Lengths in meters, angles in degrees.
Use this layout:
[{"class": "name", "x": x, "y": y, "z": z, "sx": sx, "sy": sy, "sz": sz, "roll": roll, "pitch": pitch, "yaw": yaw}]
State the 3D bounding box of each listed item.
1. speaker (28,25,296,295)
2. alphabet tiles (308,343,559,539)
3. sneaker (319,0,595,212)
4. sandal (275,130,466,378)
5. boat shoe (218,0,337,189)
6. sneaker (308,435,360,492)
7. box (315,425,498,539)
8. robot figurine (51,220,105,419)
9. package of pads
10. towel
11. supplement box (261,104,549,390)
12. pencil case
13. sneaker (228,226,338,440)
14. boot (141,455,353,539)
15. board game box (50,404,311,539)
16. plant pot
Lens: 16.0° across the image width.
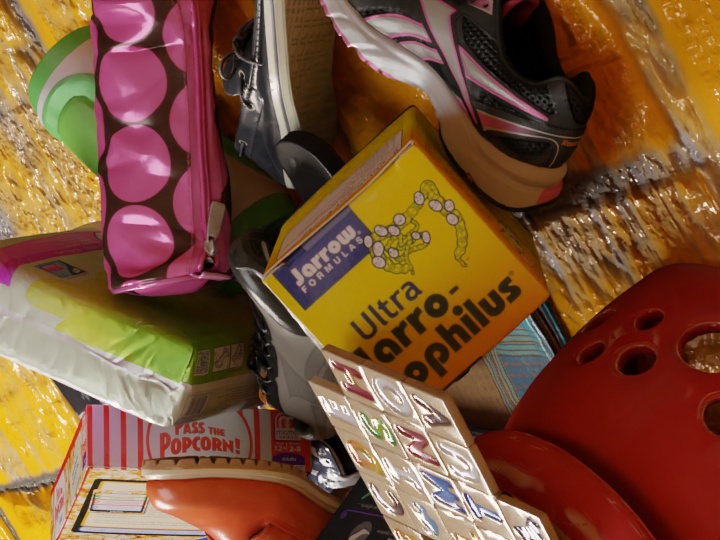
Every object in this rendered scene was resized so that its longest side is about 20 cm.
[{"class": "speaker", "x": -0.132, "y": -0.075, "z": 1.706, "sx": 0.200, "sy": 0.088, "sz": 0.089, "roll": 44, "pitch": 151, "yaw": 20}, {"class": "alphabet tiles", "x": 0.050, "y": 0.124, "z": 1.305, "sx": 0.167, "sy": 0.008, "sz": 0.200, "roll": 20, "pitch": 146, "yaw": 50}, {"class": "sneaker", "x": 0.060, "y": -0.131, "z": 1.372, "sx": 0.200, "sy": 0.080, "sz": 0.086, "roll": 49, "pitch": 126, "yaw": 20}, {"class": "sandal", "x": 0.000, "y": 0.000, "z": 1.551, "sx": 0.075, "sy": 0.045, "sz": 0.200, "roll": 13, "pitch": 146, "yaw": 51}, {"class": "boat shoe", "x": -0.051, "y": -0.125, "z": 1.530, "sx": 0.062, "sy": 0.075, "sz": 0.200, "roll": 22, "pitch": 148, "yaw": 15}, {"class": "sneaker", "x": 0.014, "y": 0.155, "z": 1.753, "sx": 0.200, "sy": 0.070, "sz": 0.109, "roll": 50, "pitch": 154, "yaw": 15}, {"class": "box", "x": 0.037, "y": 0.207, "z": 1.608, "sx": 0.122, "sy": 0.200, "sz": 0.106, "roll": 48, "pitch": 157, "yaw": -27}, {"class": "robot figurine", "x": -0.163, "y": 0.058, "z": 1.869, "sx": 0.200, "sy": 0.125, "sz": 0.150, "roll": 55, "pitch": 137, "yaw": -1}, {"class": "package of pads", "x": -0.152, "y": 0.036, "z": 1.683, "sx": 0.200, "sy": 0.154, "sz": 0.068, "roll": 23, "pitch": 105, "yaw": 26}, {"class": "towel", "x": 0.077, "y": 0.066, "z": 1.604, "sx": 0.200, "sy": 0.022, "sz": 0.147, "roll": -9, "pitch": 113, "yaw": 60}, {"class": "supplement box", "x": 0.025, "y": -0.007, "z": 1.395, "sx": 0.110, "sy": 0.109, "sz": 0.200, "roll": 47, "pitch": -173, "yaw": -6}, {"class": "pencil case", "x": -0.120, "y": -0.085, "z": 1.605, "sx": 0.094, "sy": 0.090, "sz": 0.201, "roll": -7, "pitch": 89, "yaw": 64}, {"class": "sneaker", "x": -0.040, "y": 0.049, "z": 1.597, "sx": 0.200, "sy": 0.079, "sz": 0.074, "roll": 58, "pitch": -169, "yaw": -49}, {"class": "boot", "x": -0.063, "y": 0.178, "z": 1.632, "sx": 0.200, "sy": 0.108, "sz": 0.075, "roll": 24, "pitch": 162, "yaw": -38}, {"class": "board game box", "x": -0.127, "y": 0.146, "z": 1.756, "sx": 0.200, "sy": 0.151, "sz": 0.046, "roll": 123, "pitch": 147, "yaw": -64}, {"class": "plant pot", "x": 0.157, "y": 0.123, "z": 1.371, "sx": 0.200, "sy": 0.182, "sz": 0.201, "roll": 41, "pitch": 151, "yaw": 29}]
